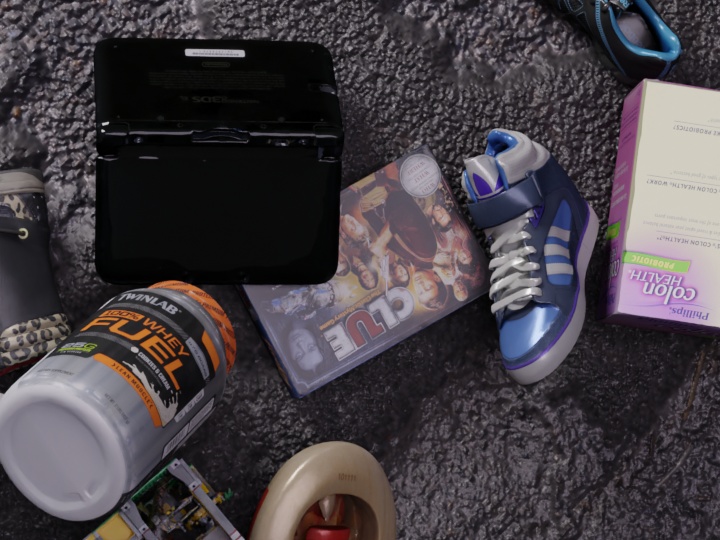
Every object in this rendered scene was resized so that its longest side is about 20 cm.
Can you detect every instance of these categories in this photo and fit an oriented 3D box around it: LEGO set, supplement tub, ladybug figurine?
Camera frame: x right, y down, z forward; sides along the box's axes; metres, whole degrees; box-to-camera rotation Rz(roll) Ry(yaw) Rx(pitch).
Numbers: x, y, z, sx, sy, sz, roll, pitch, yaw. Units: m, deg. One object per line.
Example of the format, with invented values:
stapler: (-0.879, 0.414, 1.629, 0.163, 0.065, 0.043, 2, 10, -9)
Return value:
LEGO set: (-0.159, 0.244, 1.630, 0.200, 0.154, 0.116, -39, 82, -19)
supplement tub: (-0.182, 0.093, 1.609, 0.123, 0.122, 0.200, 52, 35, -6)
ladybug figurine: (-0.041, 0.233, 1.691, 0.135, 0.072, 0.202, 10, 94, -34)

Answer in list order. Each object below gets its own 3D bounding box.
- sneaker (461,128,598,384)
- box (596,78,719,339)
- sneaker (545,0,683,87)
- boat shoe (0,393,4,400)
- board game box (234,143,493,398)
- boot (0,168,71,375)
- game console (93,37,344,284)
sneaker: (0.120, -0.023, 1.718, 0.146, 0.080, 0.201, 44, 46, -27)
box: (0.305, -0.045, 1.783, 0.174, 0.097, 0.202, 8, 83, -2)
sneaker: (0.200, -0.244, 1.791, 0.200, 0.082, 0.073, 42, 80, -7)
boat shoe: (-0.314, 0.127, 1.646, 0.198, 0.072, 0.069, 14, 80, -23)
board game box: (0.000, 0.000, 1.748, 0.199, 0.035, 0.136, -29, 94, -14)
boot: (-0.328, 0.013, 1.638, 0.202, 0.073, 0.155, -15, 86, -18)
game console: (-0.119, -0.091, 1.709, 0.198, 0.117, 0.177, 0, 47, -10)
